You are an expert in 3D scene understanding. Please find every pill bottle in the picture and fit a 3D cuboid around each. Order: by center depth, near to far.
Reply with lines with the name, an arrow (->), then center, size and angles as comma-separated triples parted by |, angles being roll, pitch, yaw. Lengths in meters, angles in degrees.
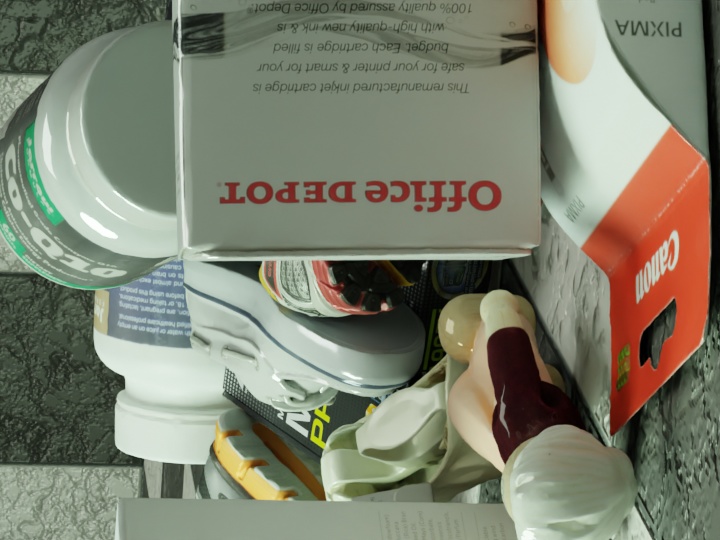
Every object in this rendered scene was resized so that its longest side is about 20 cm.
pill bottle -> -0.113, -0.057, 1.438 | 0.200, 0.112, 0.114 | 155, 117, -71
pill bottle -> -0.091, 0.000, 1.613 | 0.111, 0.110, 0.201 | -131, 44, -77

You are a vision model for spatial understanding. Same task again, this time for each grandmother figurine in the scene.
grandmother figurine -> 0.072, 0.071, 1.188 | 0.122, 0.060, 0.200 | 57, -176, -13

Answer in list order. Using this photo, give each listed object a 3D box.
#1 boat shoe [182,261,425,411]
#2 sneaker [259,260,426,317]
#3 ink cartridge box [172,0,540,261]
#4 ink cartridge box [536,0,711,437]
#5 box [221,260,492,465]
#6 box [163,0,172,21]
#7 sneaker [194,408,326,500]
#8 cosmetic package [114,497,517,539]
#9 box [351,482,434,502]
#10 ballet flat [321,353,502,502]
boat shoe -> -0.029, 0.037, 1.448 | 0.200, 0.073, 0.066 | -150, 60, -61
sneaker -> -0.009, -0.073, 1.391 | 0.082, 0.078, 0.201 | -13, 58, 49
ink cartridge box -> -0.004, -0.103, 1.178 | 0.084, 0.144, 0.201 | 153, 117, -84
ink cartridge box -> 0.093, -0.050, 1.139 | 0.162, 0.050, 0.201 | 117, 156, -72
box -> 0.000, 0.000, 1.493 | 0.160, 0.044, 0.201 | 31, 118, 48
box -> -0.012, -0.185, 1.450 | 0.200, 0.049, 0.161 | -45, 1, -13
sneaker -> -0.018, 0.163, 1.540 | 0.200, 0.078, 0.077 | 50, 125, 30
cosmetic package -> -0.010, 0.160, 1.280 | 0.071, 0.199, 0.102 | -99, 14, -49
box -> 0.030, 0.186, 1.382 | 0.042, 0.038, 0.201 | -100, -1, -50
ballet flat -> 0.018, 0.085, 1.371 | 0.200, 0.069, 0.070 | -41, 46, 54
